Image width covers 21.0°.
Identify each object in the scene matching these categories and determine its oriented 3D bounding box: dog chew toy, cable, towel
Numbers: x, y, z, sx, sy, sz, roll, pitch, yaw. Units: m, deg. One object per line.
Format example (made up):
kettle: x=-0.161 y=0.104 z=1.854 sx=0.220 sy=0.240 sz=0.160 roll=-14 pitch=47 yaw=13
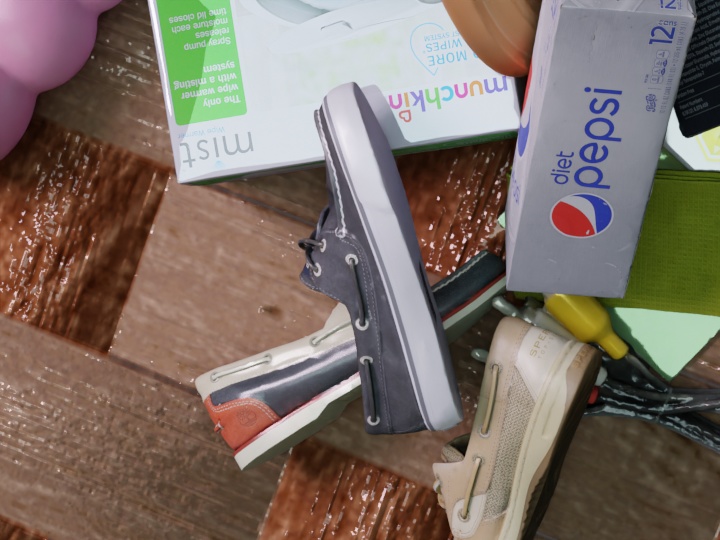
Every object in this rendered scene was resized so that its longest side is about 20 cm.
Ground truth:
dog chew toy: x=-0.211 y=-0.146 z=1.126 sx=0.200 sy=0.125 sz=0.125 roll=-41 pitch=88 yaw=2
cable: x=0.157 y=0.075 z=1.115 sx=0.199 sy=0.050 sz=0.097 roll=31 pitch=116 yaw=3
towel: x=0.179 y=-0.014 z=1.090 sx=0.199 sy=0.018 sz=0.087 roll=5 pitch=112 yaw=22

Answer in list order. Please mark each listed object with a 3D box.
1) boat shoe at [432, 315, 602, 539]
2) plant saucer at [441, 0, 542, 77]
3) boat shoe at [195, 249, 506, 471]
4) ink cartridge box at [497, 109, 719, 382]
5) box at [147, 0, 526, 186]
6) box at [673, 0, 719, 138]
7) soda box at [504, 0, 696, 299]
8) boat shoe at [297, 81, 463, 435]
boat shoe: x=0.077 y=0.116 z=1.112 sx=0.064 sy=0.071 sz=0.201 roll=25 pitch=116 yaw=13
plant saucer: x=0.080 y=-0.204 z=1.028 sx=0.032 sy=0.200 sz=0.202 roll=-7 pitch=94 yaw=29
boat shoe: x=-0.003 y=0.040 z=1.132 sx=0.199 sy=0.071 sz=0.063 roll=-33 pitch=77 yaw=7
ink cartridge box: x=0.194 y=-0.053 z=1.102 sx=0.145 sy=0.048 sz=0.200 roll=43 pitch=98 yaw=2
box: x=-0.013 y=-0.149 z=1.102 sx=0.199 sy=0.097 sz=0.178 roll=-8 pitch=92 yaw=9
box: x=0.234 y=-0.195 z=1.009 sx=0.199 sy=0.104 sz=0.183 roll=-25 pitch=91 yaw=-22
soda box: x=0.118 y=-0.076 z=0.998 sx=0.068 sy=0.064 sz=0.201 roll=4 pitch=137 yaw=-1
boat shoe: x=0.000 y=0.000 z=1.046 sx=0.066 sy=0.070 sz=0.201 roll=-15 pitch=112 yaw=8
